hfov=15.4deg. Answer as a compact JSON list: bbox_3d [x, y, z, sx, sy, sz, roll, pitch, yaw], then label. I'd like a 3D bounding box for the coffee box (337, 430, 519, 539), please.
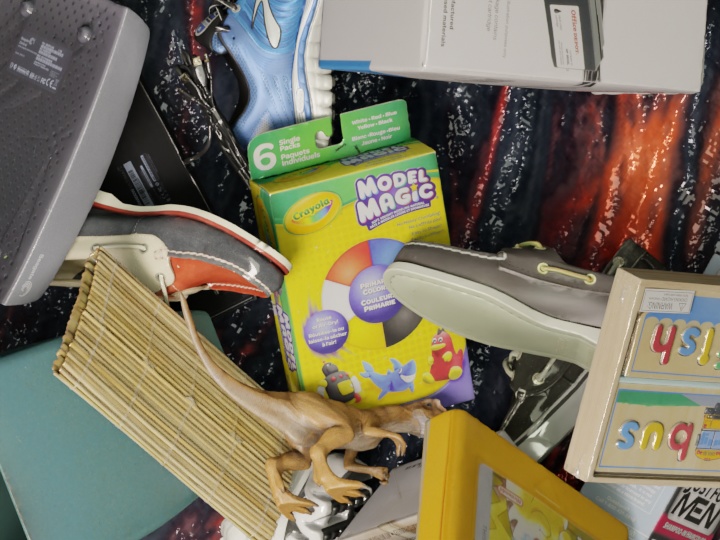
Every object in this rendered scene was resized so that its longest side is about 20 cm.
[{"bbox_3d":[0.097,0.211,1.696,0.200,0.114,0.080,51,50,-13],"label":"coffee box"}]

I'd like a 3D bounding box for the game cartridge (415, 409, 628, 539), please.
[{"bbox_3d":[0.097,0.205,1.565,0.032,0.200,0.176,-25,135,34],"label":"game cartridge"}]

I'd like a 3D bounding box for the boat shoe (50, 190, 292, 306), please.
[{"bbox_3d":[-0.133,-0.007,1.673,0.200,0.071,0.063,13,66,32],"label":"boat shoe"}]

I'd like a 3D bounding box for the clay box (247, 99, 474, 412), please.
[{"bbox_3d":[0.000,0.000,1.699,0.115,0.048,0.200,-16,111,-15],"label":"clay box"}]

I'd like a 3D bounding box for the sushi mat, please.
[{"bbox_3d":[-0.109,0.080,1.630,0.012,0.096,0.200,-18,132,36],"label":"sushi mat"}]

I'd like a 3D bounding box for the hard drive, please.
[{"bbox_3d":[-0.209,-0.085,1.682,0.042,0.135,0.200,19,95,-46],"label":"hard drive"}]

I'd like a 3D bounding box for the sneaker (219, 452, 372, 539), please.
[{"bbox_3d":[-0.059,0.203,1.738,0.081,0.075,0.200,24,101,24],"label":"sneaker"}]

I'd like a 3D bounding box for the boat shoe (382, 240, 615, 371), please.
[{"bbox_3d":[0.115,0.018,1.670,0.201,0.072,0.061,19,68,1],"label":"boat shoe"}]

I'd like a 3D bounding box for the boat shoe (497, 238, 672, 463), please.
[{"bbox_3d":[0.129,0.067,1.738,0.064,0.071,0.200,42,89,5],"label":"boat shoe"}]

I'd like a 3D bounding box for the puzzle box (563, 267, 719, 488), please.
[{"bbox_3d":[0.225,0.070,1.640,0.200,0.025,0.133,4,106,-33],"label":"puzzle box"}]

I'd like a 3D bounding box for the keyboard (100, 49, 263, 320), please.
[{"bbox_3d":[-0.120,-0.066,1.716,0.127,0.021,0.200,-25,96,29],"label":"keyboard"}]

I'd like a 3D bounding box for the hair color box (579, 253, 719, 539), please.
[{"bbox_3d":[0.220,0.098,1.720,0.061,0.099,0.200,30,91,30],"label":"hair color box"}]

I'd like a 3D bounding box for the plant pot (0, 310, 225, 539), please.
[{"bbox_3d":[-0.178,0.103,1.658,0.200,0.141,0.141,-25,96,-39],"label":"plant pot"}]

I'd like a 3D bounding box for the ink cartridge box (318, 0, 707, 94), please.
[{"bbox_3d":[0.095,-0.157,1.649,0.200,0.145,0.084,3,93,-28],"label":"ink cartridge box"}]

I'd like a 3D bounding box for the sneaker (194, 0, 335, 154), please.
[{"bbox_3d":[-0.062,-0.170,1.704,0.089,0.079,0.200,-1,94,-6],"label":"sneaker"}]

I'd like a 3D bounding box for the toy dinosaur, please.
[{"bbox_3d":[-0.038,0.096,1.663,0.200,0.060,0.106,17,53,-26],"label":"toy dinosaur"}]
